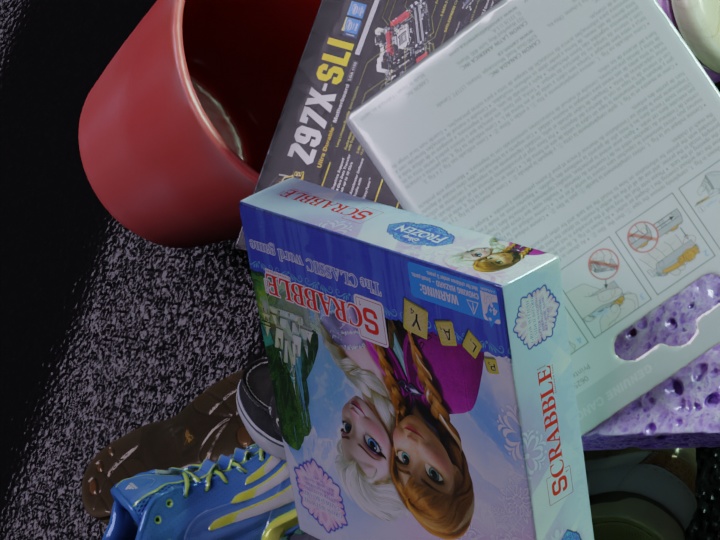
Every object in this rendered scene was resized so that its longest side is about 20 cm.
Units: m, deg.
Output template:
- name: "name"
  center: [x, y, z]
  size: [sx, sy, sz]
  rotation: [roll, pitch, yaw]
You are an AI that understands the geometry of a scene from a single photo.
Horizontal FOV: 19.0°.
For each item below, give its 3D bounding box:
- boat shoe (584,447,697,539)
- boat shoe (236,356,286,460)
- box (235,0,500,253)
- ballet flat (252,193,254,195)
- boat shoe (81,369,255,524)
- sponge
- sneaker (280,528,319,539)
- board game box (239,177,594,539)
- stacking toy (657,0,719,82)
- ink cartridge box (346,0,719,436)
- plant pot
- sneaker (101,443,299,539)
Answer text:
- name: "boat shoe"
  center: [0.107, 0.132, 1.190]
  size: [0.200, 0.075, 0.069]
  rotation: [-12, 41, 47]
- name: "boat shoe"
  center: [-0.013, 0.082, 1.254]
  size: [0.069, 0.057, 0.200]
  rotation: [-38, 34, -20]
- name: "box"
  center: [0.036, -0.079, 1.155]
  size: [0.159, 0.049, 0.201]
  rotation: [19, 90, 35]
- name: "ballet flat"
  center: [0.000, 0.000, 1.314]
  size: [0.068, 0.200, 0.068]
  rotation: [-38, 50, -10]
- name: "boat shoe"
  center: [-0.085, 0.120, 1.417]
  size: [0.200, 0.068, 0.072]
  rotation: [-26, 45, 15]
- name: "sponge"
  center: [0.203, 0.030, 1.061]
  size: [0.199, 0.030, 0.112]
  rotation: [-2, 69, 4]
- name: "sneaker"
  center: [-0.024, 0.159, 1.245]
  size: [0.200, 0.087, 0.075]
  rotation: [-60, -20, -51]
- name: "board game box"
  center: [0.028, 0.068, 1.082]
  size: [0.200, 0.041, 0.200]
  rotation: [18, 126, 48]
- name: "stacking toy"
  center: [0.153, -0.134, 1.289]
  size: [0.200, 0.085, 0.086]
  rotation: [-16, 56, 49]
- name: "ink cartridge box"
  center: [0.110, -0.040, 1.064]
  size: [0.162, 0.057, 0.200]
  rotation: [-35, 83, 10]
- name: "plant pot"
  center: [-0.090, -0.109, 1.476]
  size: [0.177, 0.200, 0.201]
  rotation: [-28, 48, 49]
- name: "sneaker"
  center: [-0.085, 0.143, 1.307]
  size: [0.200, 0.105, 0.076]
  rotation: [-49, 36, -6]
